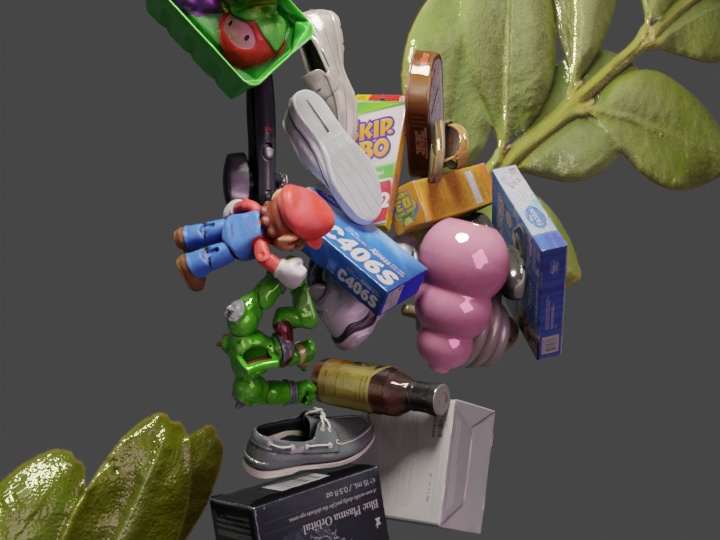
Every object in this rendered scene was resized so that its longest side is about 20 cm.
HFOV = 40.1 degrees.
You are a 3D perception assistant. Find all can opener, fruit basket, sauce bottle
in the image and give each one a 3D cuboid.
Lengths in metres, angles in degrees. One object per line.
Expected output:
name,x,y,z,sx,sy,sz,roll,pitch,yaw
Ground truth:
can opener,-0.132,-0.175,1.291,0.077,0.063,0.205,10,79,-35
fruit basket,-0.148,-0.340,1.194,0.156,0.214,0.217,-47,111,-30
sauce bottle,0.025,0.155,1.280,0.065,0.197,0.068,-9,102,-53

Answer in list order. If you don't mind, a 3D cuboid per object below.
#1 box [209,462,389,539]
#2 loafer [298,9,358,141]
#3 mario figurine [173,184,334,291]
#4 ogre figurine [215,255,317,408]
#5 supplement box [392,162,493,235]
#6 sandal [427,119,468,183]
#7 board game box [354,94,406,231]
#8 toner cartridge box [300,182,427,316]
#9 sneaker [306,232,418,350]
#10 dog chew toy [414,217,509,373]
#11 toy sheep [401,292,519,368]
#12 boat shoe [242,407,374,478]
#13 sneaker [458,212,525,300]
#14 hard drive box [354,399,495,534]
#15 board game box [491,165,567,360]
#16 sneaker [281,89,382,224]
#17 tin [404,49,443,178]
box,-0.067,0.364,1.240,0.194,0.116,0.205,-10,91,-37
loafer,-0.052,-0.259,1.364,0.069,0.070,0.204,-9,83,-30
mario figurine,-0.122,-0.033,1.212,0.106,0.196,0.126,-37,110,-80
ogre figurine,-0.114,0.091,1.245,0.118,0.098,0.203,-18,137,-32
supplement box,0.120,-0.105,1.440,0.199,0.066,0.070,-22,89,-51
sandal,0.129,-0.172,1.388,0.200,0.053,0.082,-49,146,-71
board game box,0.012,-0.157,1.381,0.030,0.094,0.204,46,52,-62
toner cartridge box,-0.016,-0.032,1.289,0.199,0.044,0.094,40,37,20
sneaker,0.000,0.000,1.360,0.115,0.074,0.201,47,62,-25
dog chew toy,0.126,0.036,1.318,0.123,0.124,0.204,9,97,-35
toy sheep,0.145,0.074,1.433,0.196,0.138,0.141,13,76,-20
boat shoe,-0.061,0.214,1.282,0.197,0.073,0.063,-9,119,-33
sneaker,0.173,-0.015,1.417,0.078,0.201,0.077,-5,119,-17
hard drive box,0.077,0.255,1.310,0.076,0.198,0.159,19,74,-33
board game box,0.239,-0.013,1.428,0.042,0.201,0.203,-11,129,-7
sneaker,-0.038,-0.145,1.323,0.072,0.071,0.202,-23,78,-29
tin,0.093,-0.220,1.409,0.202,0.041,0.114,82,15,-50
